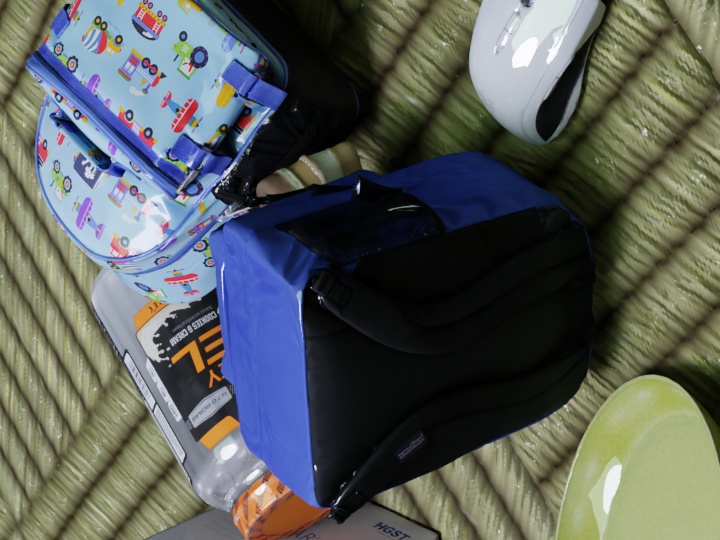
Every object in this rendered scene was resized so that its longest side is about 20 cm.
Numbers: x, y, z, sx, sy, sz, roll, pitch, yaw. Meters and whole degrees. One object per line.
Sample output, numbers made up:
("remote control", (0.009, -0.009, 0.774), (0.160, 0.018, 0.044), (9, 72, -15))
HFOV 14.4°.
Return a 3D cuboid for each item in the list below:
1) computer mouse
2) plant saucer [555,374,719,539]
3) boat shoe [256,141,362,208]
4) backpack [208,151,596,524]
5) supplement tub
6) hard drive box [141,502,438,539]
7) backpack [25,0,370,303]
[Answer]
("computer mouse", (0.098, -0.143, 1.545), (0.110, 0.044, 0.201), (46, 141, 29))
("plant saucer", (0.164, 0.159, 1.573), (0.200, 0.031, 0.201), (-172, 90, -69))
("boat shoe", (0.000, 0.000, 1.744), (0.072, 0.076, 0.200), (46, 164, 35))
("backpack", (0.024, 0.013, 1.602), (0.168, 0.199, 0.163), (43, 143, 48))
("supplement tub", (-0.081, 0.069, 1.845), (0.201, 0.122, 0.123), (58, 146, 20))
("hard drive box", (-0.068, 0.218, 1.848), (0.155, 0.199, 0.077), (19, 123, 48))
("backpack", (-0.125, -0.088, 1.753), (0.200, 0.134, 0.183), (-51, 61, 17))
